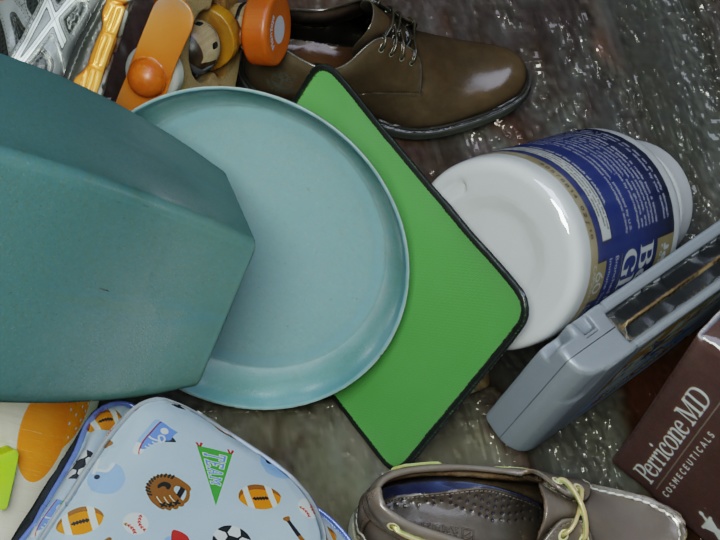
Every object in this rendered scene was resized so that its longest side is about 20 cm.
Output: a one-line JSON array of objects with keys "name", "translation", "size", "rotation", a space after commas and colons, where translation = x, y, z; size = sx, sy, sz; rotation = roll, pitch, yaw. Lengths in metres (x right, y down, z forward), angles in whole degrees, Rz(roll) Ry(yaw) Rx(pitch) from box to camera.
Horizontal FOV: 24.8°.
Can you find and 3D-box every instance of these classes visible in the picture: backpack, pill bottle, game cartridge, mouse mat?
[{"name": "backpack", "translation": [-0.088, 0.172, 0.835], "size": [0.190, 0.154, 0.200], "rotation": [32, 54, -3]}, {"name": "pill bottle", "translation": [0.124, -0.026, 0.982], "size": [0.111, 0.111, 0.200], "rotation": [45, 31, 17]}, {"name": "game cartridge", "translation": [0.168, 0.032, 0.974], "size": [0.200, 0.133, 0.042], "rotation": [-32, 71, -28]}, {"name": "mouse mat", "translation": [0.000, 0.000, 0.952], "size": [0.008, 0.161, 0.200], "rotation": [-15, 60, -45]}]

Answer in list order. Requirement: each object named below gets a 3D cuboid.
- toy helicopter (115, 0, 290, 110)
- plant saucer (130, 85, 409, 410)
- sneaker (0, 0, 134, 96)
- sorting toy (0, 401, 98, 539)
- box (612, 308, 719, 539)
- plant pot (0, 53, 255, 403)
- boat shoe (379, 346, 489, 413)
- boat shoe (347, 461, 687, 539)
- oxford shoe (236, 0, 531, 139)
[{"name": "toy helicopter", "translation": [-0.108, -0.090, 0.988], "size": [0.079, 0.132, 0.200], "rotation": [8, 90, 16]}, {"name": "plant saucer", "translation": [-0.067, -0.014, 0.937], "size": [0.200, 0.200, 0.027], "rotation": [23, 28, 4]}, {"name": "sneaker", "translation": [-0.167, -0.148, 0.917], "size": [0.077, 0.078, 0.200], "rotation": [19, 75, -7]}, {"name": "sorting toy", "translation": [-0.260, 0.120, 0.874], "size": [0.200, 0.107, 0.180], "rotation": [13, 76, -3]}, {"name": "box", "translation": [0.288, 0.092, 0.942], "size": [0.200, 0.166, 0.164], "rotation": [41, 60, 15]}, {"name": "plant pot", "translation": [-0.166, -0.019, 0.831], "size": [0.200, 0.141, 0.141], "rotation": [14, 23, -24]}, {"name": "boat shoe", "translation": [0.008, -0.003, 1.002], "size": [0.069, 0.074, 0.200], "rotation": [-29, 62, 6]}, {"name": "boat shoe", "translation": [0.096, 0.146, 0.933], "size": [0.200, 0.060, 0.072], "rotation": [6, 57, -7]}, {"name": "oxford shoe", "translation": [0.022, -0.137, 1.082], "size": [0.200, 0.084, 0.073], "rotation": [0, 57, -13]}]
